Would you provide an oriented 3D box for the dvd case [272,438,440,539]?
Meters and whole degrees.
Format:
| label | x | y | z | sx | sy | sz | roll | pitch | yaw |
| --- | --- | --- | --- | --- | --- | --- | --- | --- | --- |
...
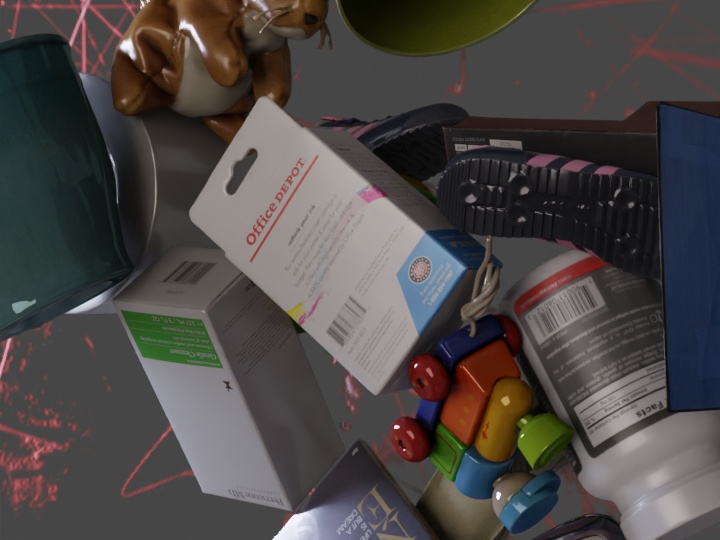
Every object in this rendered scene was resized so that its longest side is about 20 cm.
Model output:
| label | x | y | z | sx | sy | sz | roll | pitch | yaw |
| --- | --- | --- | --- | --- | --- | --- | --- | --- | --- |
| dvd case | 0.000 | 0.243 | 1.171 | 0.149 | 0.016 | 0.200 | -50 | 44 | 9 |

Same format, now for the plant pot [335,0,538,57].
| label | x | y | z | sx | sy | sz | roll | pitch | yaw |
| --- | --- | --- | --- | --- | --- | --- | --- | --- | --- |
| plant pot | 0.038 | -0.300 | 1.192 | 0.187 | 0.187 | 0.201 | -42 | 51 | 25 |

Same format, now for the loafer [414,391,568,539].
| label | x | y | z | sx | sy | sz | roll | pitch | yaw |
| --- | --- | --- | --- | --- | --- | --- | --- | --- | --- |
| loafer | 0.090 | 0.161 | 1.178 | 0.076 | 0.068 | 0.200 | 47 | 112 | 28 |

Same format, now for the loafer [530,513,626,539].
| label | x | y | z | sx | sy | sz | roll | pitch | yaw |
| --- | --- | --- | --- | --- | --- | --- | --- | --- | --- |
| loafer | 0.103 | 0.237 | 1.130 | 0.200 | 0.063 | 0.072 | -33 | 76 | 5 |

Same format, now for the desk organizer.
| label | x | y | z | sx | sy | sz | roll | pitch | yaw |
| --- | --- | --- | --- | --- | --- | --- | --- | --- | --- |
| desk organizer | 0.167 | -0.080 | 1.121 | 0.199 | 0.077 | 0.072 | 5 | 116 | 35 |

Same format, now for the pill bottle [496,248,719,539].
| label | x | y | z | sx | sy | sz | roll | pitch | yaw |
| --- | --- | --- | --- | --- | --- | --- | --- | --- | --- |
| pill bottle | 0.186 | 0.088 | 1.088 | 0.116 | 0.116 | 0.201 | -36 | 69 | 28 |

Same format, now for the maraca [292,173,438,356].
| label | x | y | z | sx | sy | sz | roll | pitch | yaw |
| --- | --- | --- | --- | --- | --- | --- | --- | --- | --- |
| maraca | 0.000 | 0.000 | 1.211 | 0.200 | 0.137 | 0.107 | -54 | 14 | 43 |

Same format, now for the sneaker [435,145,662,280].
| label | x | y | z | sx | sy | sz | roll | pitch | yaw |
| --- | --- | --- | --- | --- | --- | --- | --- | --- | --- |
| sneaker | 0.154 | -0.048 | 1.059 | 0.199 | 0.082 | 0.070 | 16 | 110 | 4 |

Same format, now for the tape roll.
| label | x | y | z | sx | sy | sz | roll | pitch | yaw |
| --- | --- | --- | --- | --- | --- | --- | --- | --- | --- |
| tape roll | -0.201 | -0.063 | 1.346 | 0.202 | 0.139 | 0.204 | 0 | 90 | 37 |

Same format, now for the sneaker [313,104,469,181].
| label | x | y | z | sx | sy | sz | roll | pitch | yaw |
| --- | --- | --- | --- | --- | --- | --- | --- | --- | --- |
| sneaker | -0.002 | -0.101 | 1.251 | 0.199 | 0.070 | 0.082 | -23 | 55 | 24 |

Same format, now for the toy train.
| label | x | y | z | sx | sy | sz | roll | pitch | yaw |
| --- | --- | --- | --- | --- | --- | --- | --- | --- | --- |
| toy train | 0.098 | 0.083 | 1.047 | 0.116 | 0.084 | 0.200 | 45 | 144 | 26 |

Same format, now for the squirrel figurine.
| label | x | y | z | sx | sy | sz | roll | pitch | yaw |
| --- | --- | --- | --- | --- | --- | --- | --- | --- | --- |
| squirrel figurine | -0.098 | -0.223 | 1.263 | 0.187 | 0.141 | 0.201 | -41 | 43 | 33 |

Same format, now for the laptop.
| label | x | y | z | sx | sy | sz | roll | pitch | yaw |
| --- | --- | --- | --- | --- | --- | --- | --- | --- | --- |
| laptop | 0.281 | -0.007 | 0.979 | 0.199 | 0.116 | 0.188 | -1 | 86 | 4 |

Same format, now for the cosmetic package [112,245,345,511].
| label | x | y | z | sx | sy | sz | roll | pitch | yaw |
| --- | --- | --- | --- | --- | --- | --- | --- | --- | --- |
| cosmetic package | -0.101 | 0.085 | 1.245 | 0.107 | 0.085 | 0.201 | 3 | 126 | 38 |

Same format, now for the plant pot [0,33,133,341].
| label | x | y | z | sx | sy | sz | roll | pitch | yaw |
| --- | --- | --- | --- | --- | --- | --- | --- | --- | --- |
| plant pot | -0.275 | -0.052 | 1.205 | 0.200 | 0.200 | 0.189 | -28 | 87 | 30 |

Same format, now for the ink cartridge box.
| label | x | y | z | sx | sy | sz | roll | pitch | yaw |
| --- | --- | --- | --- | --- | --- | --- | --- | --- | --- |
| ink cartridge box | -0.014 | -0.021 | 1.101 | 0.200 | 0.068 | 0.115 | 42 | 110 | 20 |
